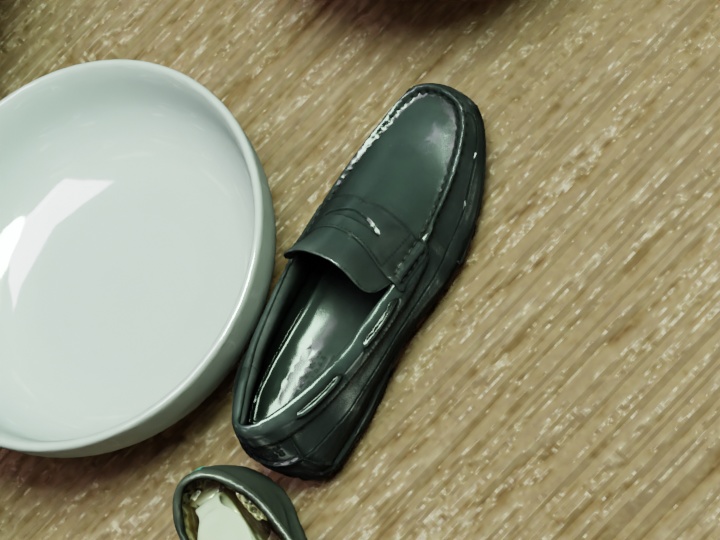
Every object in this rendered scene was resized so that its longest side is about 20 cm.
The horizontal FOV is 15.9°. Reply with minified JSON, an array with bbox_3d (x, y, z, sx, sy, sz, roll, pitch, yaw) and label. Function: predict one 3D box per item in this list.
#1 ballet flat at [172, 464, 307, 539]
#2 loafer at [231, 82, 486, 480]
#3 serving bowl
[{"bbox_3d":[-0.034,0.168,1.139,0.068,0.068,0.200,-38,59,6],"label":"ballet flat"},{"bbox_3d":[0.000,0.000,1.193,0.068,0.070,0.201,20,78,30],"label":"loafer"},{"bbox_3d":[-0.124,0.002,1.253,0.200,0.066,0.201,-10,65,21],"label":"serving bowl"}]
